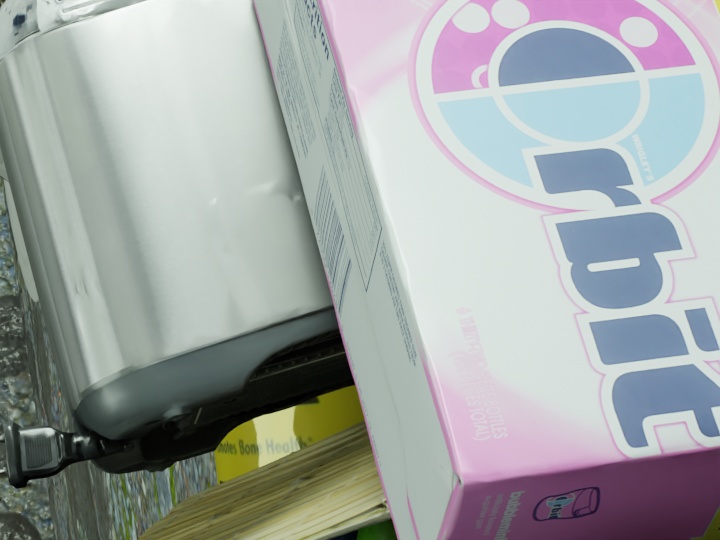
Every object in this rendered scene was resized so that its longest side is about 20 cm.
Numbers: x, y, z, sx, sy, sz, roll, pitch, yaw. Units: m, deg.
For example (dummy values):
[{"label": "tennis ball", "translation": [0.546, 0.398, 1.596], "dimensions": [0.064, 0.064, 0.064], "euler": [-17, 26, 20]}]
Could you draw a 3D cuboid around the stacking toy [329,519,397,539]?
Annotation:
[{"label": "stacking toy", "translation": [0.026, 0.085, 0.655], "dimensions": [0.200, 0.085, 0.085], "euler": [-38, 54, 37]}]

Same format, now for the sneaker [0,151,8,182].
[{"label": "sneaker", "translation": [-0.104, -0.059, 0.931], "dimensions": [0.076, 0.200, 0.115], "euler": [-64, -26, -3]}]

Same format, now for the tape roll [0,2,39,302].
[{"label": "tape roll", "translation": [-0.103, -0.092, 1.125], "dimensions": [0.203, 0.139, 0.203], "euler": [173, 90, -76]}]

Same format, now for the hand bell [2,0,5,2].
[{"label": "hand bell", "translation": [-0.054, -0.178, 0.882], "dimensions": [0.104, 0.104, 0.200], "euler": [128, 167, -72]}]

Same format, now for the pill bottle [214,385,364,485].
[{"label": "pill bottle", "translation": [0.000, 0.000, 0.784], "dimensions": [0.114, 0.114, 0.200], "euler": [172, 91, -77]}]

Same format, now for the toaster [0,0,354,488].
[{"label": "toaster", "translation": [-0.025, -0.024, 0.666], "dimensions": [0.114, 0.200, 0.129], "euler": [115, 138, -74]}]

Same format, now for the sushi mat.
[{"label": "sushi mat", "translation": [-0.018, 0.065, 0.664], "dimensions": [0.200, 0.096, 0.012], "euler": [-27, 96, 46]}]

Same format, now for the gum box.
[{"label": "gum box", "translation": [0.048, -0.027, 0.562], "dimensions": [0.066, 0.113, 0.200], "euler": [103, 156, -55]}]
